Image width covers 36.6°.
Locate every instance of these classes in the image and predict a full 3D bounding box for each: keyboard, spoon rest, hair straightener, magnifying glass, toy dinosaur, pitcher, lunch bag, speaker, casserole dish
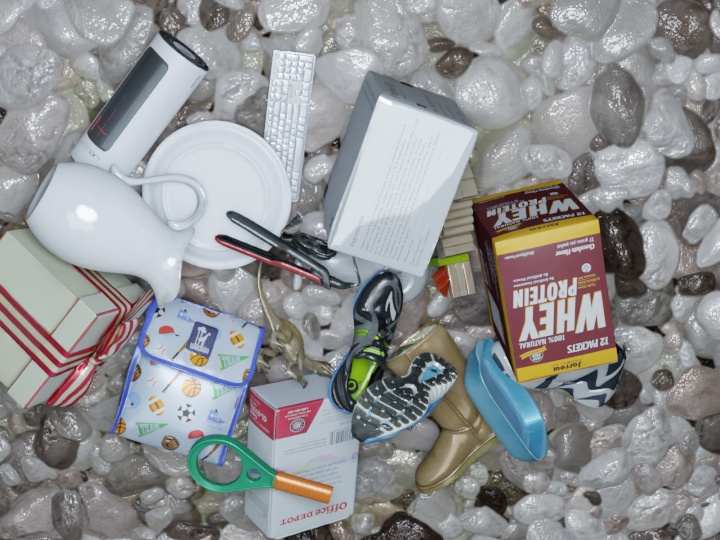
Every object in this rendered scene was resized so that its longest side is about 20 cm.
[{"bbox_3d":[-0.099,-0.191,1.451,0.056,0.011,0.201,6,109,-6],"label":"keyboard"},{"bbox_3d":[0.000,0.000,1.506,0.199,0.061,0.100,2,111,-18],"label":"spoon rest"},{"bbox_3d":[-0.086,-0.033,1.420,0.199,0.041,0.077,25,103,1],"label":"hair straightener"},{"bbox_3d":[-0.135,0.274,1.460,0.199,0.022,0.080,17,109,1],"label":"magnifying glass"},{"bbox_3d":[-0.110,0.094,1.502,0.058,0.101,0.200,-28,108,27],"label":"toy dinosaur"},{"bbox_3d":[-0.299,-0.072,1.363,0.199,0.121,0.172,29,67,-23],"label":"pitcher"},{"bbox_3d":[-0.237,0.147,1.504,0.169,0.124,0.201,19,91,-9],"label":"lunch bag"},{"bbox_3d":[-0.284,-0.204,1.399,0.081,0.081,0.200,37,103,-14],"label":"speaker"},{"bbox_3d":[0.203,0.188,1.548,0.039,0.121,0.200,-26,110,24],"label":"casserole dish"}]

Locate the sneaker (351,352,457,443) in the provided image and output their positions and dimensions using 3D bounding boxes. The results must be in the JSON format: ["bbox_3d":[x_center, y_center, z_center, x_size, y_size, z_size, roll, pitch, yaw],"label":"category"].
[{"bbox_3d":[0.057,0.188,1.448,0.078,0.200,0.090,35,126,24],"label":"sneaker"}]

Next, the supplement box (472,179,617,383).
[{"bbox_3d":[0.238,0.009,1.440,0.132,0.200,0.198,-12,109,0],"label":"supplement box"}]

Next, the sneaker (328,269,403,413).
[{"bbox_3d":[0.018,0.099,1.462,0.071,0.083,0.201,21,86,-23],"label":"sneaker"}]

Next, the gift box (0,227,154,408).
[{"bbox_3d":[-0.387,0.054,1.422,0.187,0.200,0.185,43,109,7],"label":"gift box"}]

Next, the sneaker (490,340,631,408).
[{"bbox_3d":[0.292,0.109,1.528,0.198,0.080,0.130,23,118,-12],"label":"sneaker"}]

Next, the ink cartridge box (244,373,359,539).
[{"bbox_3d":[-0.082,0.258,1.537,0.145,0.083,0.201,-8,113,-34],"label":"ink cartridge box"}]

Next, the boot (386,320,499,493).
[{"bbox_3d":[0.100,0.198,1.571,0.175,0.066,0.200,-40,108,-3],"label":"boot"}]

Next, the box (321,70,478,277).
[{"bbox_3d":[0.042,-0.127,1.381,0.130,0.199,0.201,17,107,-10],"label":"box"}]

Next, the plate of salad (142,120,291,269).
[{"bbox_3d":[-0.191,-0.101,1.453,0.199,0.048,0.201,0,104,2],"label":"plate of salad"}]

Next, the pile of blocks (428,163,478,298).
[{"bbox_3d":[0.111,-0.050,1.463,0.062,0.082,0.201,-12,117,-22],"label":"pile of blocks"}]
